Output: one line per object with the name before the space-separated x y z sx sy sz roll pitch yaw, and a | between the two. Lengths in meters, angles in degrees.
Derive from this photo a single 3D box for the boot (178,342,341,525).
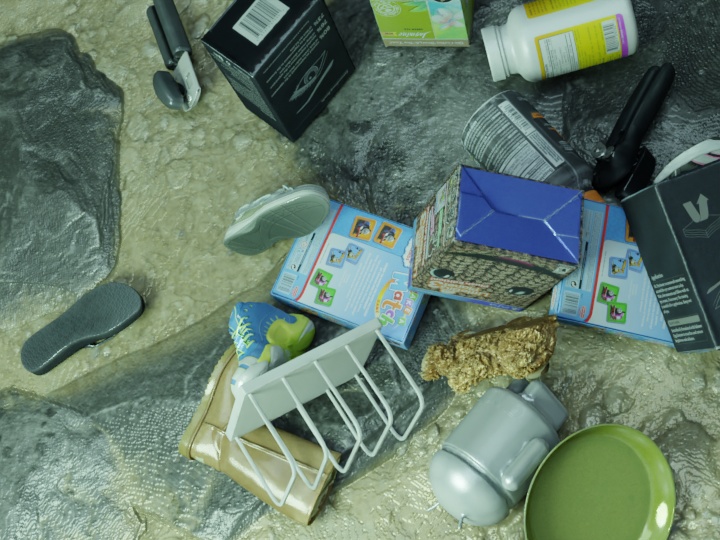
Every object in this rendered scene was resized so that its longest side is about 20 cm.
boot | -0.113 0.207 1.535 0.198 0.066 0.177 22 80 17

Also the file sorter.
file sorter | -0.042 0.176 1.446 0.198 0.139 0.125 -25 67 -26

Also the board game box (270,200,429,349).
board game box | 0.000 0.000 1.584 0.198 0.037 0.153 19 76 21

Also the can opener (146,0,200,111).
can opener | -0.286 -0.323 1.759 0.053 0.066 0.202 -46 57 42

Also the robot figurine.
robot figurine | 0.159 0.220 1.420 0.113 0.169 0.200 46 73 -13

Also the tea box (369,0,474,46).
tea box | 0.089 -0.443 1.644 0.132 0.197 0.203 2 70 14

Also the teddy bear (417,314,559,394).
teddy bear | 0.160 0.104 1.452 0.198 0.145 0.068 -16 96 31

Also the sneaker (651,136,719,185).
sneaker | 0.463 -0.126 1.506 0.198 0.080 0.087 -29 76 8

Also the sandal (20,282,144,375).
sandal | -0.384 0.080 1.660 0.198 0.043 0.077 -27 59 13

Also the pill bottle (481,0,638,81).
pill bottle | 0.267 -0.318 1.606 0.197 0.104 0.106 -14 68 8

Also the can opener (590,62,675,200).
can opener | 0.359 -0.187 1.569 0.063 0.078 0.202 -1 61 55

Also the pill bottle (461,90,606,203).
pill bottle | 0.229 -0.131 1.547 0.106 0.106 0.201 -38 67 -2

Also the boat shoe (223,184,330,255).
boat shoe | -0.112 -0.078 1.591 0.201 0.074 0.066 -26 48 48

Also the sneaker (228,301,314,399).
sneaker | -0.139 0.099 1.516 0.104 0.200 0.076 28 114 11

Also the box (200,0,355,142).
box | -0.108 -0.296 1.637 0.104 0.200 0.148 36 81 23

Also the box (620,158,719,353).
box | 0.443 -0.031 1.401 0.194 0.117 0.202 -20 87 -10

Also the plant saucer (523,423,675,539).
plant saucer | 0.272 0.273 1.378 0.197 0.031 0.203 -2 97 -18

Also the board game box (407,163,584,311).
board game box | 0.160 -0.035 1.451 0.157 0.200 0.098 10 71 -10

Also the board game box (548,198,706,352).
board game box | 0.339 0.006 1.458 0.197 0.037 0.153 12 81 -6
